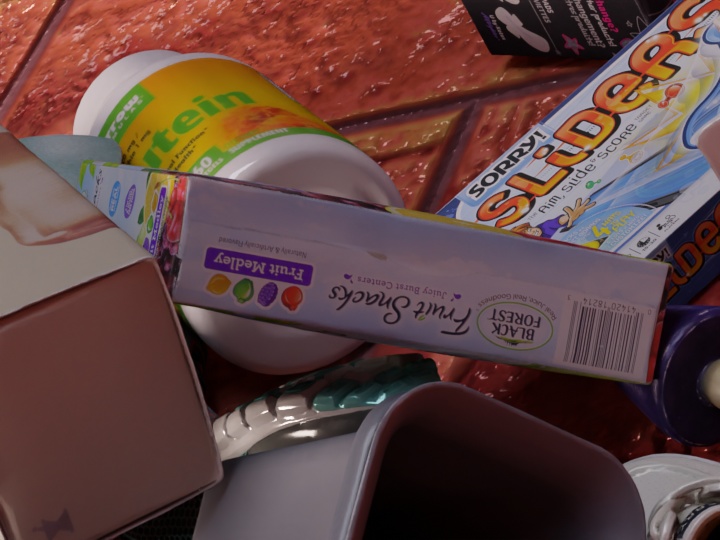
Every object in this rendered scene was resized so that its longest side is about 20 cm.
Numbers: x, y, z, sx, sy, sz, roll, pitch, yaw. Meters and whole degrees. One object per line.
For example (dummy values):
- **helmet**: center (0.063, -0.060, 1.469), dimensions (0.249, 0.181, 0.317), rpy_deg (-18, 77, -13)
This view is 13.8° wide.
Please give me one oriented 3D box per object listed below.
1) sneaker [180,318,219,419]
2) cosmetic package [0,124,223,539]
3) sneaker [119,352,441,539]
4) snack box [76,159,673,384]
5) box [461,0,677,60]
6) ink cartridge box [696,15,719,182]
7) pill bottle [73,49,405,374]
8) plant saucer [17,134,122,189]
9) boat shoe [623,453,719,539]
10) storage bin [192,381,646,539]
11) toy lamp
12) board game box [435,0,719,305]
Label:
- **sneaker**: center (-0.098, 0.047, 1.332), dimensions (0.095, 0.080, 0.200), rpy_deg (-16, 38, -38)
- **cosmetic package**: center (-0.138, 0.018, 1.112), dimensions (0.087, 0.104, 0.200), rpy_deg (-24, 30, -17)
- **sneaker**: center (-0.026, 0.093, 1.175), dimensions (0.077, 0.091, 0.200), rpy_deg (-19, -5, -41)
- **snack box**: center (0.000, 0.000, 1.154), dimensions (0.142, 0.199, 0.053), rpy_deg (-172, 93, -68)
- **box**: center (0.128, -0.213, 1.429), dimensions (0.115, 0.132, 0.200), rpy_deg (7, 50, 43)
- **ink cartridge box**: center (0.221, -0.081, 1.173), dimensions (0.200, 0.117, 0.067), rpy_deg (-35, 30, -3)
- **pill bottle**: center (-0.065, -0.037, 1.389), dimensions (0.111, 0.111, 0.200), rpy_deg (-38, 31, -7)
- **plant saucer**: center (-0.194, -0.003, 1.335), dimensions (0.201, 0.039, 0.201), rpy_deg (-37, 19, 15)
- **boat shoe**: center (0.134, 0.103, 1.049), dimensions (0.071, 0.070, 0.200), rpy_deg (-38, 31, -5)
- **storage bin**: center (0.004, 0.151, 1.042), dimensions (0.134, 0.145, 0.201), rpy_deg (-7, 64, 53)
- **toy lamp**: center (0.164, 0.054, 1.102), dimensions (0.058, 0.058, 0.200), rpy_deg (-44, 31, -16)
- **board game box**: center (0.142, -0.056, 1.294), dimensions (0.200, 0.034, 0.135), rpy_deg (-42, 32, -11)
